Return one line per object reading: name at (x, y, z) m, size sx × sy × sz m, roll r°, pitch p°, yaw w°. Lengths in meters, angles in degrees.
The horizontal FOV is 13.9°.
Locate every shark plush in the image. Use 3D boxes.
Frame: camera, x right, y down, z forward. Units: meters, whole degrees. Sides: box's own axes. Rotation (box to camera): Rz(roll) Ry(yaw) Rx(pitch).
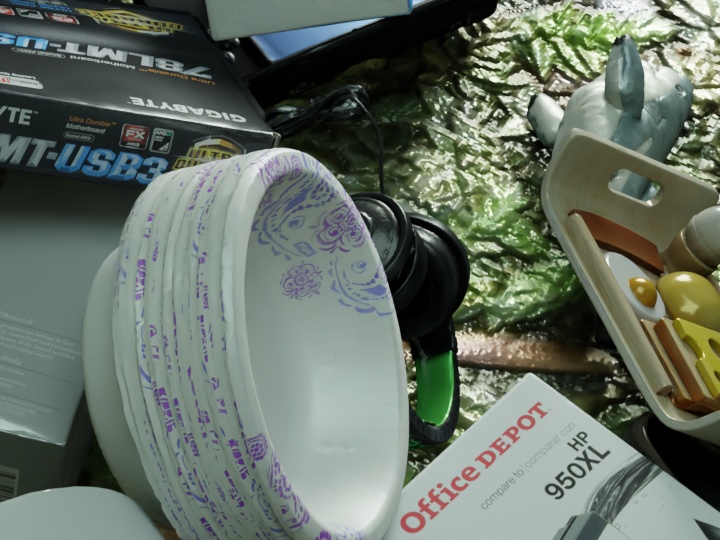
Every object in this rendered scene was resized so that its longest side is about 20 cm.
shark plush at (0.157, -0.048, 1.694) m, size 0.083 × 0.091 × 0.200 m, roll 28°, pitch 39°, yaw -26°

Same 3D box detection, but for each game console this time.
game console at (-0.007, -0.175, 1.734) m, size 0.200 × 0.117 × 0.176 m, roll -23°, pitch 59°, yaw -26°

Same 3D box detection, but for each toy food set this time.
toy food set at (0.189, 0.019, 1.595) m, size 0.143 × 0.060 × 0.200 m, roll 19°, pitch 36°, yaw -47°

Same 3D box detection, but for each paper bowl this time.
paper bowl at (-0.060, 0.048, 1.423) m, size 0.104 × 0.201 × 0.201 m, roll -12°, pitch 46°, yaw 22°

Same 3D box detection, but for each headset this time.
headset at (0.000, 0.000, 1.579) m, size 0.094 × 0.123 × 0.201 m, roll -13°, pitch 77°, yaw 20°

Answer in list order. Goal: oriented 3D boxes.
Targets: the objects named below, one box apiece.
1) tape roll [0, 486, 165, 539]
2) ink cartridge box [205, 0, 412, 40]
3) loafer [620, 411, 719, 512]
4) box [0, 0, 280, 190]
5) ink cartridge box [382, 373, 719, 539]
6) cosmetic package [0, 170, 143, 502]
tape roll at (-0.163, 0.191, 1.353) m, size 0.202 × 0.203 × 0.071 m, roll -23°, pitch 58°, yaw -26°
ink cartridge box at (-0.029, -0.206, 1.706) m, size 0.116 × 0.067 × 0.200 m, roll -7°, pitch 26°, yaw 6°
loafer at (0.215, 0.145, 1.543) m, size 0.200 × 0.063 × 0.072 m, roll 31°, pitch 52°, yaw 16°
box at (-0.162, -0.101, 1.571) m, size 0.199 × 0.050 × 0.199 m, roll 8°, pitch 19°, yaw -19°
ink cartridge box at (0.111, 0.168, 1.493) m, size 0.200 × 0.084 × 0.145 m, roll 36°, pitch 54°, yaw 20°
cosmetic package at (-0.168, 0.035, 1.541) m, size 0.090 × 0.107 × 0.200 m, roll 13°, pitch 48°, yaw 0°
